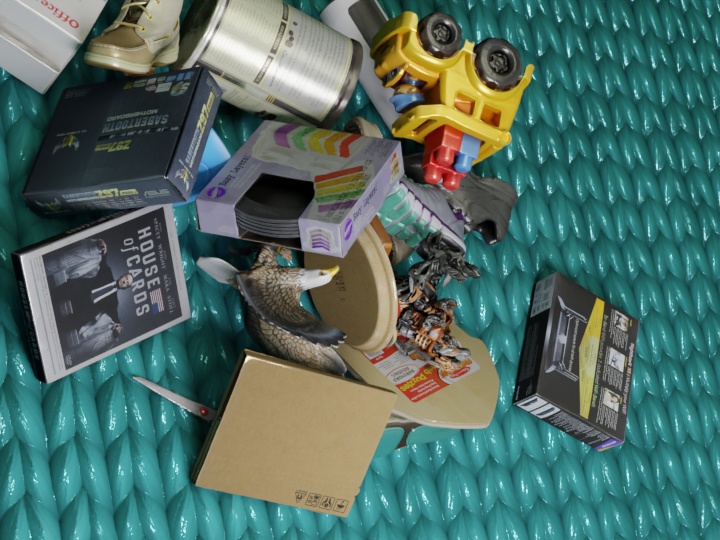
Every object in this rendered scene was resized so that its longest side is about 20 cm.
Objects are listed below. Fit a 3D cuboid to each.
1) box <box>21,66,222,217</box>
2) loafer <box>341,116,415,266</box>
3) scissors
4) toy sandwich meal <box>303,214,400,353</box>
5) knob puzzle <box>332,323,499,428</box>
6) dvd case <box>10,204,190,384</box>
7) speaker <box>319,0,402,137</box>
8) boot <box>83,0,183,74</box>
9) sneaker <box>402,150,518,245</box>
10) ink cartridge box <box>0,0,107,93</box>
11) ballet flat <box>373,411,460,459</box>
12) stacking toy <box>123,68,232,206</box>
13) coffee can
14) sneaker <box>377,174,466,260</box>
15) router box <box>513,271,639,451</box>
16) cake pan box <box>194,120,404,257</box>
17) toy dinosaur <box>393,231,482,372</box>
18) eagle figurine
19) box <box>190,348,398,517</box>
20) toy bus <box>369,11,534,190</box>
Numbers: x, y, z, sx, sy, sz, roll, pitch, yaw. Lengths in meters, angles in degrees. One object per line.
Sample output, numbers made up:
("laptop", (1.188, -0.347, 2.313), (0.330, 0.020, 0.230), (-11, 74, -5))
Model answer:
("box", (-0.264, -0.142, 1.483), (0.051, 0.199, 0.158), (52, 42, -47))
("loafer", (0.027, -0.104, 1.745), (0.068, 0.076, 0.201), (-13, 86, -39))
("scissors", (-0.169, 0.171, 1.515), (0.200, 0.014, 0.073), (17, 62, -29))
("toy sandwich meal", (0.000, 0.000, 1.602), (0.070, 0.205, 0.206), (-17, 79, -31))
("knob puzzle", (0.085, 0.133, 1.661), (0.219, 0.031, 0.220), (11, 39, -9))
("dvd case", (-0.278, 0.018, 1.457), (0.200, 0.025, 0.151), (-26, 119, -39))
("speaker", (0.028, -0.284, 1.822), (0.081, 0.081, 0.200), (-30, 88, -40))
("boot", (-0.248, -0.307, 1.514), (0.072, 0.155, 0.200), (17, 19, 9))
("sneaker", (0.128, -0.099, 1.811), (0.200, 0.076, 0.091), (21, 65, -23))
("ink cartridge box", (-0.367, -0.315, 1.534), (0.128, 0.125, 0.200), (33, 54, -17))
("ballet flat", (0.039, 0.188, 1.632), (0.200, 0.068, 0.062), (-5, 44, -40))
("stacking toy", (-0.240, -0.184, 1.589), (0.116, 0.110, 0.200), (-26, 62, 1))
("coffee can", (-0.118, -0.266, 1.669), (0.200, 0.146, 0.147), (26, 56, -23))
("sneaker", (0.056, -0.089, 1.687), (0.200, 0.074, 0.088), (41, 40, -26))
("router box", (0.299, 0.124, 1.834), (0.157, 0.052, 0.200), (30, 55, -21))
("cake pan box", (-0.069, -0.096, 1.540), (0.200, 0.184, 0.052), (-55, 147, -47))
("toy dinosaur", (0.069, 0.027, 1.639), (0.200, 0.136, 0.102), (45, 16, -11))
("eagle figurine", (-0.088, 0.038, 1.544), (0.151, 0.151, 0.201), (12, 55, -42))
("box", (-0.072, 0.187, 1.505), (0.200, 0.021, 0.164), (17, 101, -27))
("toy bus", (0.101, -0.210, 1.714), (0.200, 0.136, 0.193), (22, 71, -19))
